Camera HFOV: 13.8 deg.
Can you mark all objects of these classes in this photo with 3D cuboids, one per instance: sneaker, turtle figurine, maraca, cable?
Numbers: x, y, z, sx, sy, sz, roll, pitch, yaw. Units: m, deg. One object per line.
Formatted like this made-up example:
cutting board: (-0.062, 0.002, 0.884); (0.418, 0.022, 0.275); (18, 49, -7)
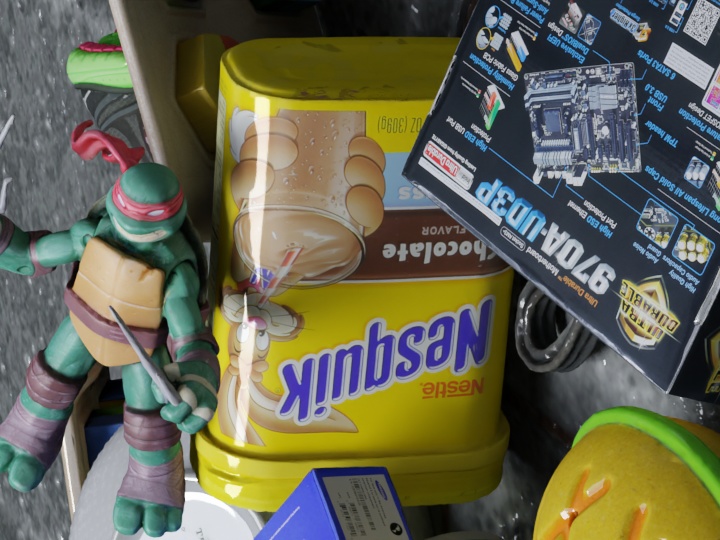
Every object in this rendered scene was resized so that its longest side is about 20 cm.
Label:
sneaker: (-0.086, -0.082, 1.576); (0.200, 0.076, 0.084); (26, 141, 60)
turtle figurine: (-0.109, 0.021, 1.300); (0.149, 0.101, 0.201); (34, 136, 24)
maraca: (0.139, 0.134, 1.180); (0.200, 0.107, 0.138); (42, 144, 48)
cable: (0.106, 0.000, 1.250); (0.200, 0.050, 0.098); (-7, 91, 61)

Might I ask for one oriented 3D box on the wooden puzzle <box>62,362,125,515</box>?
wooden puzzle: (-0.136, 0.140, 1.697); (0.185, 0.046, 0.201); (-88, -5, -82)

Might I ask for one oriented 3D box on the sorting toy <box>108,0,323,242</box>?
sorting toy: (-0.059, -0.115, 1.409); (0.036, 0.185, 0.201); (-14, 85, 27)

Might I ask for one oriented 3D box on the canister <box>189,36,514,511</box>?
canister: (0.000, 0.000, 1.344); (0.087, 0.148, 0.201); (-119, 30, -62)

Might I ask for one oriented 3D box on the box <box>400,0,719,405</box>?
box: (0.111, -0.063, 1.162); (0.200, 0.046, 0.160); (41, 112, 49)

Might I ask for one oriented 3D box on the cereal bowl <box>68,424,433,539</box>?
cereal bowl: (-0.065, 0.149, 1.488); (0.199, 0.083, 0.201); (-2, 86, 24)

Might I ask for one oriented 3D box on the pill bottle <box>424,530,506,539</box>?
pill bottle: (0.077, 0.217, 1.324); (0.200, 0.113, 0.114); (48, 140, 43)

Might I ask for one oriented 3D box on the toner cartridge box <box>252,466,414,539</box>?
toner cartridge box: (-0.036, 0.182, 1.352); (0.200, 0.043, 0.095); (-51, 48, 42)
